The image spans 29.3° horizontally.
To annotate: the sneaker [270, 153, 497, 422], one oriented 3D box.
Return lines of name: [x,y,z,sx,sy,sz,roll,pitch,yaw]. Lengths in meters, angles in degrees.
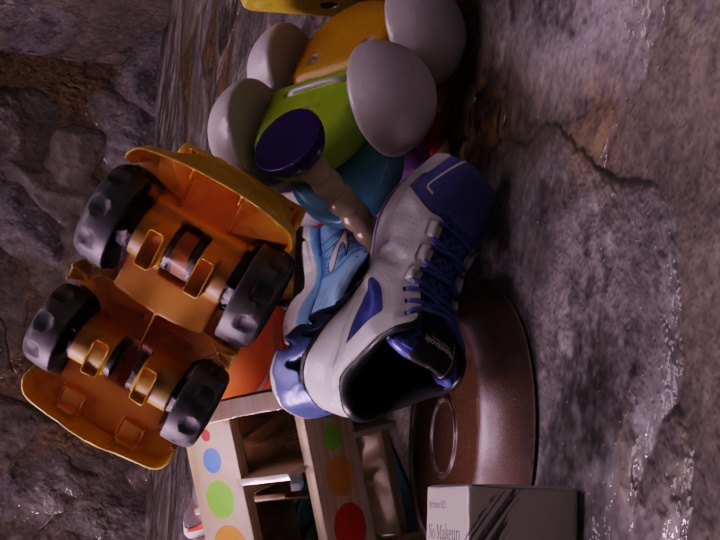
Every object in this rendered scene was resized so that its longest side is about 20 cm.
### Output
sneaker: [0.039,0.025,0.885,0.199,0.081,0.115,-53,31,-12]

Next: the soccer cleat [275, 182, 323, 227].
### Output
soccer cleat: [-0.019,-0.132,1.159,0.069,0.085,0.200,32,99,48]

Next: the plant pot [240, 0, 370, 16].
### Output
plant pot: [-0.017,-0.303,1.071,0.200,0.200,0.177,144,127,-72]

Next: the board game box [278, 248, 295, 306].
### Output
board game box: [-0.081,-0.065,1.258,0.096,0.030,0.200,153,118,-67]

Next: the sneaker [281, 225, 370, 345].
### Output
sneaker: [0.000,0.000,1.187,0.090,0.078,0.200,-20,45,33]

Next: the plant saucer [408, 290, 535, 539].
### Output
plant saucer: [0.068,0.112,0.923,0.200,0.032,0.200,-176,90,-76]

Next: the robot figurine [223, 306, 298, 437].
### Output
robot figurine: [-0.095,0.084,1.200,0.117,0.200,0.144,-27,56,24]

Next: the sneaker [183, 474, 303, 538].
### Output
sneaker: [-0.108,0.172,1.174,0.200,0.077,0.082,-40,70,56]

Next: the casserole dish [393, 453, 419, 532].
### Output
casserole dish: [0.005,0.211,1.130,0.200,0.039,0.121,-117,34,-64]

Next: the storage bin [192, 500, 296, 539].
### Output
storage bin: [-0.077,0.314,1.174,0.200,0.094,0.199,69,159,12]

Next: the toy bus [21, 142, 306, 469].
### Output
toy bus: [-0.127,0.011,0.964,0.200,0.136,0.192,-61,0,14]

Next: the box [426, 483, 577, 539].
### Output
box: [0.076,0.221,0.769,0.082,0.068,0.200,144,129,-72]

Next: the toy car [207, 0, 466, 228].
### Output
toy car: [-0.002,-0.112,1.037,0.150,0.175,0.200,60,-146,-29]

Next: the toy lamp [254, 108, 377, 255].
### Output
toy lamp: [0.003,-0.029,0.957,0.058,0.200,0.058,-22,46,25]

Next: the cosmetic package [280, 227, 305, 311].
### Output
cosmetic package: [-0.044,-0.042,1.314,0.108,0.085,0.200,137,135,-65]

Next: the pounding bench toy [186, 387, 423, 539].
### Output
pounding bench toy: [-0.020,0.157,1.023,0.124,0.200,0.156,-15,86,39]

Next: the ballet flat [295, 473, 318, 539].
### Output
ballet flat: [-0.059,0.208,1.245,0.074,0.074,0.200,-101,12,-48]
